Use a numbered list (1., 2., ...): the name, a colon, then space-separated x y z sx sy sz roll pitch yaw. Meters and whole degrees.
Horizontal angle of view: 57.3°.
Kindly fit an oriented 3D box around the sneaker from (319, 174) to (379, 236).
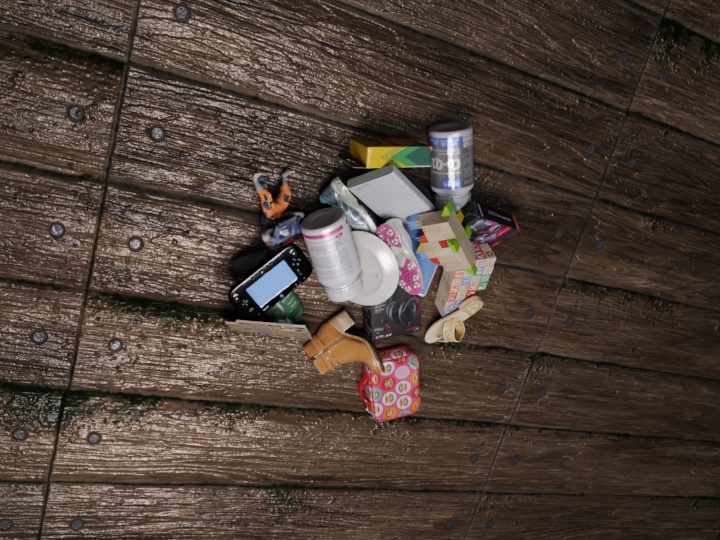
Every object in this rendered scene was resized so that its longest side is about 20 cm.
1. sneaker: -0.025 -0.141 1.626 0.086 0.078 0.200 -34 118 14

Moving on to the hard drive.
1. hard drive: 0.076 -0.176 1.587 0.130 0.027 0.199 -15 148 31

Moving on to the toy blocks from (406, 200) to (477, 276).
1. toy blocks: 0.193 -0.070 1.625 0.201 0.135 0.101 57 44 -32

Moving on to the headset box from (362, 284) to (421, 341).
1. headset box: 0.082 0.068 1.738 0.146 0.077 0.204 -10 115 -18

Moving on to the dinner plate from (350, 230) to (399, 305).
1. dinner plate: 0.000 0.000 1.638 0.196 0.024 0.204 9 118 17

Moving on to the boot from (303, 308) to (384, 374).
1. boot: -0.043 0.221 1.702 0.155 0.077 0.201 -40 81 5

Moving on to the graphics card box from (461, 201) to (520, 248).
1. graphics card box: 0.310 -0.110 1.709 0.125 0.052 0.198 -32 151 35

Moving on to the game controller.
1. game controller: -0.204 0.027 1.502 0.199 0.042 0.105 -38 119 -3

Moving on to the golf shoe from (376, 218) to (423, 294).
1. golf shoe: 0.112 -0.039 1.639 0.074 0.092 0.203 -13 110 33

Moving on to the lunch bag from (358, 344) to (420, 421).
1. lunch bag: 0.076 0.318 1.830 0.173 0.082 0.204 -11 114 -17

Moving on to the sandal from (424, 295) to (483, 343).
1. sandal: 0.259 0.159 1.801 0.077 0.070 0.212 19 128 -40

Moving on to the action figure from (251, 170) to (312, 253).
1. action figure: -0.187 -0.133 1.542 0.199 0.103 0.198 -23 113 -63

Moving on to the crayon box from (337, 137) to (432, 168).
1. crayon box: 0.056 -0.280 1.561 0.196 0.127 0.052 -5 112 -21

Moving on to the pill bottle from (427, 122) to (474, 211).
1. pill bottle: 0.228 -0.258 1.649 0.112 0.114 0.204 -14 114 -17

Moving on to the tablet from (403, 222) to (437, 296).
1. tablet: 0.148 -0.050 1.696 0.129 0.014 0.203 27 76 -11

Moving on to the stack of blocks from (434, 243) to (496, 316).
1. stack of blocks: 0.279 0.027 1.773 0.113 0.059 0.202 -7 134 -18

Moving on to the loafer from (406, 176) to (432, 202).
1. loafer: 0.092 -0.200 1.657 0.197 0.063 0.073 18 72 -31

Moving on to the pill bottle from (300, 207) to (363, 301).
1. pill bottle: -0.062 -0.035 1.558 0.112 0.113 0.203 -24 119 -12

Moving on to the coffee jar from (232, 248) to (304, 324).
1. coffee jar: -0.221 0.041 1.585 0.086 0.103 0.202 -52 128 -38

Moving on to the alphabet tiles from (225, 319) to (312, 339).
1. alphabet tiles: -0.221 0.142 1.595 0.196 0.167 0.008 5 75 3
